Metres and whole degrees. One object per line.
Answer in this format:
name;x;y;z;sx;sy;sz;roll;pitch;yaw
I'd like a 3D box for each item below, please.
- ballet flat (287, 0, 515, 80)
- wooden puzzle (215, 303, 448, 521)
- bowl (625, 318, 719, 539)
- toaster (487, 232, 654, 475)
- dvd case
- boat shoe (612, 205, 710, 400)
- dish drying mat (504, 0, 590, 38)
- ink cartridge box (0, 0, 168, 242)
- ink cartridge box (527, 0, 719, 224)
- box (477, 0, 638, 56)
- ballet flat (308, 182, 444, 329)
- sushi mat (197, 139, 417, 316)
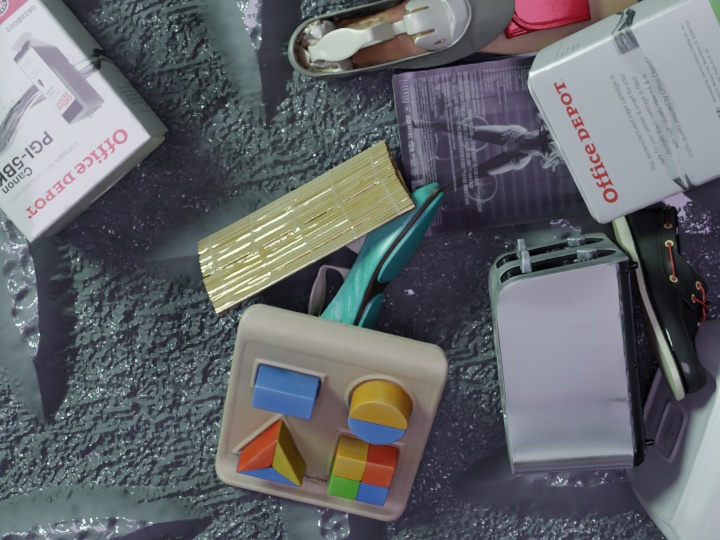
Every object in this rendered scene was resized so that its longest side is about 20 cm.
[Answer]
ballet flat;0.032;-0.200;1.086;0.198;0.064;0.068;-12;95;16
wooden puzzle;-0.031;0.138;1.136;0.183;0.046;0.202;13;125;-1
bowl;0.292;0.141;1.083;0.074;0.200;0.202;16;101;-10
toaster;0.174;0.074;1.092;0.117;0.181;0.202;-6;99;5
dvd case;0.134;-0.113;1.131;0.198;0.016;0.150;-7;108;3
boat shoe;0.260;0.020;1.077;0.062;0.203;0.074;-12;132;9
dish drying mat;0.139;-0.304;1.086;0.076;0.018;0.202;-12;98;2
ink cartridge box;-0.286;-0.147;1.109;0.146;0.083;0.200;-40;96;6
ink cartridge box;0.255;-0.147;1.044;0.198;0.084;0.147;-22;107;24
box;0.144;-0.267;1.113;0.197;0.021;0.166;5;99;0
ballet flat;0.000;0.000;1.133;0.070;0.067;0.201;31;104;14
sushi mat;-0.051;-0.038;1.121;0.199;0.096;0.012;-28;137;9
